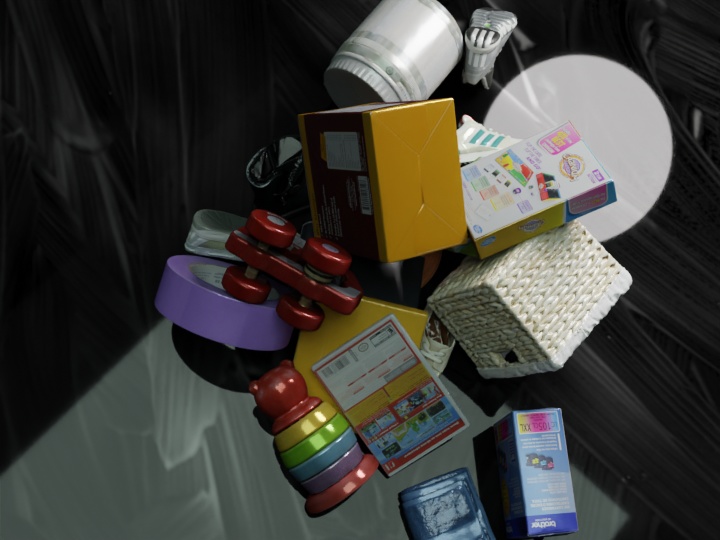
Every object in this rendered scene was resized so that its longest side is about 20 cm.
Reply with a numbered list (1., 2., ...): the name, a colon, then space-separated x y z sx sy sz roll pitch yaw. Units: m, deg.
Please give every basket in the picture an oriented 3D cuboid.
1. basket: 0.239 0.031 1.303 0.200 0.198 0.161 -43 99 -25

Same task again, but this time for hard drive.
1. hard drive: 0.000 0.000 1.355 0.200 0.042 0.135 17 56 -9

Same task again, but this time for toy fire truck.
1. toy fire truck: -0.084 -0.010 1.234 0.200 0.168 0.112 27 108 5

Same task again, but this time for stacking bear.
1. stacking bear: -0.075 0.224 1.262 0.121 0.114 0.200 -35 88 -14

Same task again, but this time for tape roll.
1. tape roll: -0.187 0.044 1.283 0.200 0.200 0.066 19 101 1

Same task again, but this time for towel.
1. towel: 0.137 0.392 1.280 0.111 0.049 0.200 -18 75 -10

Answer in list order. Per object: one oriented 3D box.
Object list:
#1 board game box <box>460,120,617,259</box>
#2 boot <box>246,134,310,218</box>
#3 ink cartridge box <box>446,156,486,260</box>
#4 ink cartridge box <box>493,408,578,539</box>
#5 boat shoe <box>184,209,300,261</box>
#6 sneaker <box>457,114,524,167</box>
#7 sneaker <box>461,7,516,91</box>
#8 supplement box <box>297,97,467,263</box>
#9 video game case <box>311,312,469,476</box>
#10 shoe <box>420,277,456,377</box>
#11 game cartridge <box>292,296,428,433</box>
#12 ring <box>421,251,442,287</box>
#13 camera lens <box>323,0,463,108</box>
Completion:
1. board game box: 0.230 -0.115 1.250 0.200 0.040 0.153 -23 43 5
2. boot: -0.081 -0.154 1.377 0.200 0.168 0.077 -29 76 -14
3. ink cartridge box: 0.180 -0.097 1.335 0.148 0.200 0.076 -38 105 -8
4. ink cartridge box: 0.246 0.305 1.272 0.076 0.136 0.201 -5 72 -5
5. boat shoe: -0.165 -0.037 1.376 0.202 0.065 0.075 12 34 -25
6. sneaker: 0.202 -0.214 1.473 0.199 0.070 0.094 -8 79 -5
7. sneaker: 0.207 -0.369 1.528 0.075 0.116 0.200 18 35 14
8. supplement box: 0.028 -0.128 1.247 0.133 0.200 0.198 -15 105 -29
9. video game case: 0.043 0.179 1.293 0.143 0.017 0.200 -34 98 8
10. shoe: 0.114 0.092 1.373 0.070 0.053 0.200 22 71 2
11. game cartridge: -0.009 0.135 1.312 0.176 0.032 0.200 14 100 -1
12. ring: 0.032 -0.050 1.422 0.200 0.019 0.201 3 76 -11
13. camera lens: 0.057 -0.339 1.454 0.160 0.160 0.200 37 72 7
